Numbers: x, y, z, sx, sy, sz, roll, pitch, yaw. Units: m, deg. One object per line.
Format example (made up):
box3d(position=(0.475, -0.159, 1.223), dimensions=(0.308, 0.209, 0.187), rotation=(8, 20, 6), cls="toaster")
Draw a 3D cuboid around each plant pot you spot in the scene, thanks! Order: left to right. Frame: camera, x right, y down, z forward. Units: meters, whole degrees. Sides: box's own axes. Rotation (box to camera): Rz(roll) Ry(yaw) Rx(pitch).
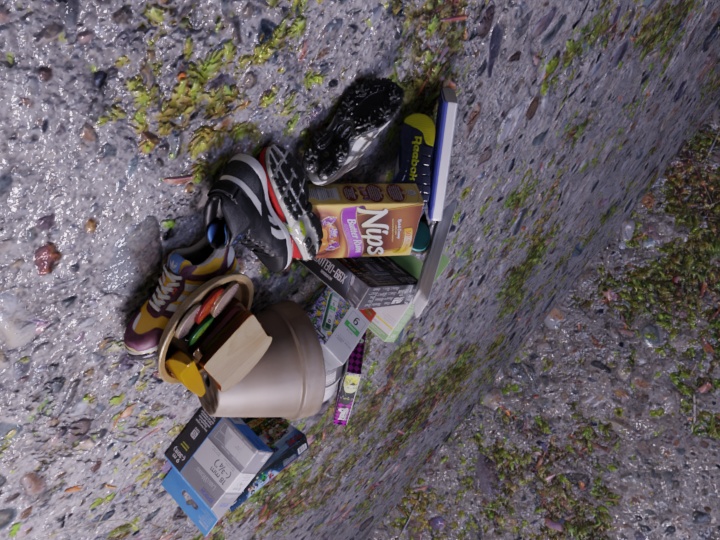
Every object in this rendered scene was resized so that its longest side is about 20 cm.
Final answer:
box3d(position=(-0.178, 0.162, 1.246), dimensions=(0.172, 0.200, 0.201), rotation=(-9, 135, -32), cls="plant pot")

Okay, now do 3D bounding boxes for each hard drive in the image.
box3d(position=(0.140, -0.204, 1.303), dimensions=(0.132, 0.025, 0.202), rotation=(-82, 178, -66), cls="hard drive")

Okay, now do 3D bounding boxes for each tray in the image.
box3d(position=(0.128, -0.022, 1.337), dimensions=(0.108, 0.022, 0.202), rotation=(105, 3, -71), cls="tray")

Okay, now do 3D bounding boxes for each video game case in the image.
box3d(position=(-0.019, 0.189, 1.568), dimensions=(0.201, 0.035, 0.182), rotation=(-82, -175, -46), cls="video game case")

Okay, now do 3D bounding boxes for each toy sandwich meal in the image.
box3d(position=(-0.201, 0.096, 1.061), dimensions=(0.205, 0.070, 0.206), rotation=(-47, 160, -23), cls="toy sandwich meal")

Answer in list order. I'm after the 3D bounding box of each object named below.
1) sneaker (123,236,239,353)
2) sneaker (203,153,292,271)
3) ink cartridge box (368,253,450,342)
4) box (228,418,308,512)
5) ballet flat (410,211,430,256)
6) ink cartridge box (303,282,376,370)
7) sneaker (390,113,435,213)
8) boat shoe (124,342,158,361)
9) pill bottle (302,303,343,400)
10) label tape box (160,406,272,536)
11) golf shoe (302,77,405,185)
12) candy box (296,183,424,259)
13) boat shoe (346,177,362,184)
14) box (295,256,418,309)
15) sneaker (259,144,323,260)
box3d(position=(-0.258, 0.022, 1.039), dimensions=(0.200, 0.075, 0.090), rotation=(-48, 148, -23), cls="sneaker")
box3d(position=(-0.163, -0.049, 1.037), dimensions=(0.112, 0.072, 0.201), rotation=(-59, 146, -37), cls="sneaker")
box3d(position=(0.062, 0.019, 1.478), dimensions=(0.201, 0.145, 0.048), rotation=(-56, 153, 10), cls="ink cartridge box")
box3d(position=(-0.220, 0.363, 1.471), dimensions=(0.199, 0.136, 0.038), rotation=(-35, 132, -33), cls="box")
box3d(position=(0.089, -0.081, 1.376), dimensions=(0.201, 0.071, 0.072), rotation=(-90, -170, -45), cls="ballet flat")
box3d(position=(-0.033, 0.070, 1.363), dimensions=(0.050, 0.109, 0.200), rotation=(-30, -161, 49), cls="ink cartridge box")
box3d(position=(0.090, -0.167, 1.307), dimensions=(0.082, 0.073, 0.202), rotation=(-69, 173, -84), cls="sneaker")
box3d(position=(-0.260, 0.100, 1.115), dimensions=(0.199, 0.072, 0.063), rotation=(-27, 130, -50), cls="boat shoe")
box3d(position=(-0.086, 0.164, 1.463), dimensions=(0.113, 0.113, 0.201), rotation=(-34, 151, -32), cls="pill bottle")
box3d(position=(-0.277, 0.357, 1.359), dimensions=(0.201, 0.144, 0.063), rotation=(-52, 155, 1), cls="label tape box")
box3d(position=(-0.013, -0.210, 1.147), dimensions=(0.200, 0.078, 0.095), rotation=(-45, 172, -10), cls="golf shoe")
box3d(position=(-0.006, -0.080, 1.219), dimensions=(0.198, 0.057, 0.117), rotation=(-4, 136, -16), cls="candy box")
box3d(position=(-0.002, -0.087, 1.326), dimensions=(0.074, 0.076, 0.200), rotation=(-41, 148, -4), cls="boat shoe")
box3d(position=(0.000, 0.000, 1.334), dimensions=(0.199, 0.157, 0.050), rotation=(-2, 127, -60), cls="box")
box3d(position=(-0.121, -0.091, 1.105), dimensions=(0.077, 0.084, 0.201), rotation=(-65, 150, -43), cls="sneaker")
